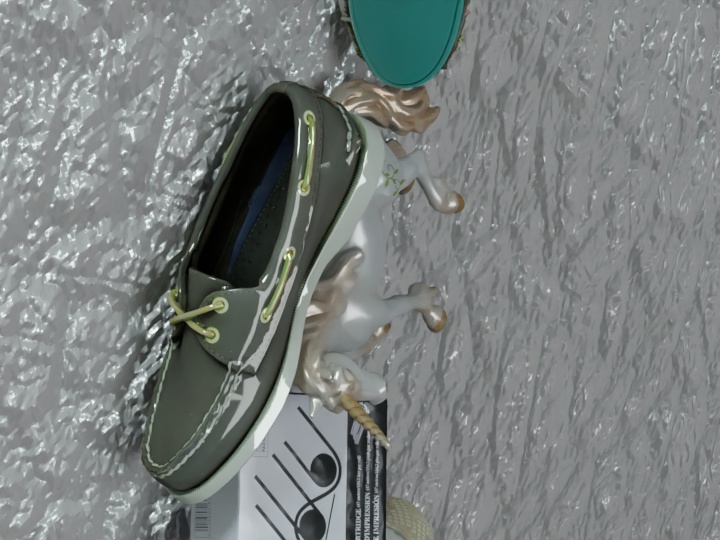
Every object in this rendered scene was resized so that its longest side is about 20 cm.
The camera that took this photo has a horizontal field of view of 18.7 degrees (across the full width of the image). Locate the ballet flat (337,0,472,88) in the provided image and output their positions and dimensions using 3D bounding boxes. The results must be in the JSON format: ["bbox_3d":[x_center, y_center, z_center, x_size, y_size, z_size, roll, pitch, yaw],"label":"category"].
[{"bbox_3d":[0.017,-0.181,1.048,0.064,0.075,0.200,-88,172,-46],"label":"ballet flat"}]

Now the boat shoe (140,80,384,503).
[{"bbox_3d":[-0.058,0.009,1.022,0.060,0.072,0.202,30,82,-44],"label":"boat shoe"}]

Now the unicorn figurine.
[{"bbox_3d":[0.000,0.000,1.093,0.137,0.074,0.200,11,67,-60],"label":"unicorn figurine"}]

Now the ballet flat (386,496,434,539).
[{"bbox_3d":[-0.011,0.186,1.158,0.200,0.067,0.062,-52,172,-38],"label":"ballet flat"}]

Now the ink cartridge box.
[{"bbox_3d":[-0.035,0.160,1.074,0.094,0.044,0.200,6,82,-38],"label":"ink cartridge box"}]
